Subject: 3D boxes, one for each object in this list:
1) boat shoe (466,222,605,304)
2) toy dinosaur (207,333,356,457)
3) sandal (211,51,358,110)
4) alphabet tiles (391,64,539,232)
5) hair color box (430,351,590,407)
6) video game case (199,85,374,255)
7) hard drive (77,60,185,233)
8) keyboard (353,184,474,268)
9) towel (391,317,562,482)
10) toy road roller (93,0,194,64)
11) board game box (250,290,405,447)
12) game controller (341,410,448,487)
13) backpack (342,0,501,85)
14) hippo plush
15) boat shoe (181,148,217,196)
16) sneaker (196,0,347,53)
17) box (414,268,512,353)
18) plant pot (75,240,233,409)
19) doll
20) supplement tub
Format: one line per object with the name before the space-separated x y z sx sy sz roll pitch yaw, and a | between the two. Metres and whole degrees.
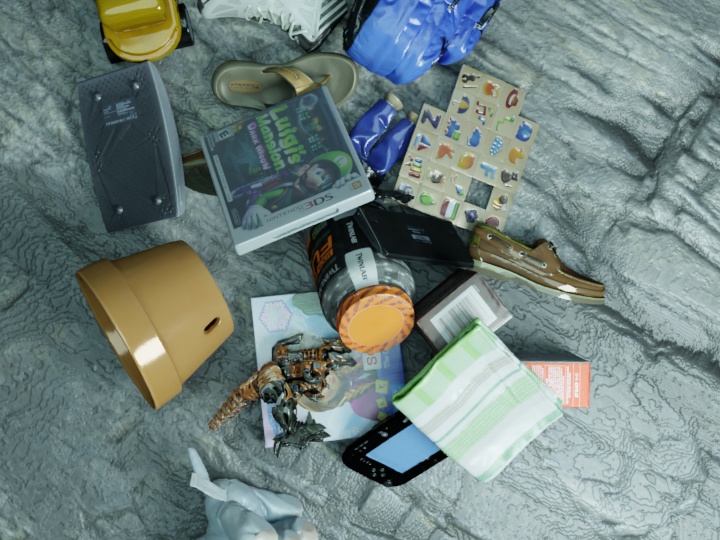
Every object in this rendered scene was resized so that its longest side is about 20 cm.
boat shoe | 0.237 -0.009 1.498 0.197 0.072 0.069 16 95 -4
toy dinosaur | -0.096 0.161 1.461 0.198 0.102 0.137 -29 75 18
sandal | -0.101 -0.242 1.490 0.196 0.054 0.082 -1 114 1
alphabet tiles | 0.146 -0.162 1.509 0.165 0.008 0.203 20 90 -16
hair color box | 0.193 0.143 1.483 0.196 0.111 0.065 2 92 0
video game case | -0.096 -0.129 1.407 0.180 0.023 0.202 -22 52 -1
hard drive | -0.295 -0.160 1.480 0.133 0.042 0.203 -11 91 27
keyboard | 0.060 -0.056 1.431 0.021 0.199 0.128 -42 61 28
towel | 0.146 0.164 1.367 0.149 0.031 0.200 -45 125 4
toy road roller | -0.290 -0.368 1.450 0.121 0.146 0.203 -12 91 -1
board game box | -0.040 0.125 1.512 0.196 0.041 0.203 -7 91 -1
game controller | 0.064 0.221 1.457 0.103 0.200 0.043 23 46 -30
backpack | 0.077 -0.334 1.451 0.167 0.163 0.201 34 89 -5
hippo plush | -0.167 0.366 1.454 0.198 0.160 0.162 28 102 -20
boat shoe | -0.144 -0.152 1.499 0.197 0.076 0.075 -7 55 10
sneaker | -0.110 -0.338 1.489 0.198 0.076 0.117 -17 89 -3
box | 0.120 0.056 1.436 0.100 0.200 0.075 -39 94 0
plant pot | -0.254 0.054 1.445 0.139 0.200 0.202 -32 91 -18
doll | 0.002 -0.135 1.507 0.136 0.048 0.201 40 89 0
supplement tub | 0.000 0.000 1.424 0.120 0.201 0.124 -8 131 -9
